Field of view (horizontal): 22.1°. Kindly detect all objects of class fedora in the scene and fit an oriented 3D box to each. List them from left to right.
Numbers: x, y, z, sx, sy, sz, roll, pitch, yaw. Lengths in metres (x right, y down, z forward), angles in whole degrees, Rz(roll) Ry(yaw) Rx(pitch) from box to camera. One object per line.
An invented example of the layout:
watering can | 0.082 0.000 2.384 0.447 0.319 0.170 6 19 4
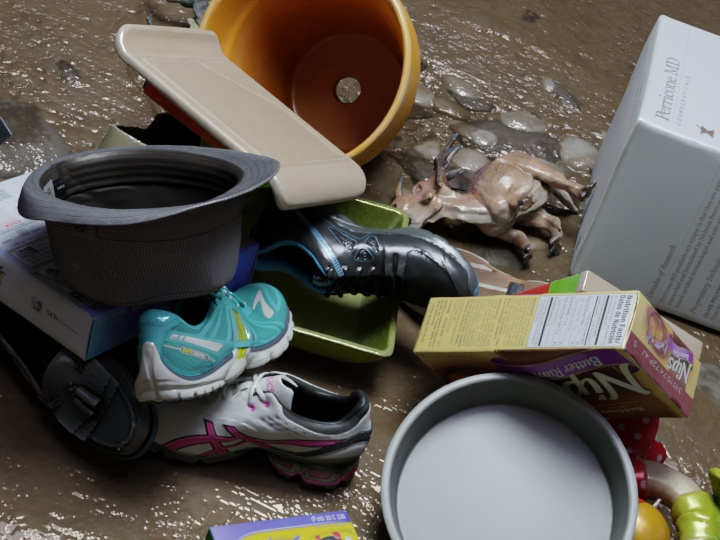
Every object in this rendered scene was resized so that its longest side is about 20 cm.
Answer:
fedora | -0.155 -0.030 1.363 0.199 0.091 0.177 4 21 20

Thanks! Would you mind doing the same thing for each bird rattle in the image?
bird rattle | 0.225 0.190 1.475 0.200 0.113 0.163 35 57 22

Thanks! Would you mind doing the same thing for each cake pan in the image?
cake pan | 0.114 0.178 1.427 0.199 0.037 0.201 1 63 -2

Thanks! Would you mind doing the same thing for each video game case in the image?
video game case | -0.212 -0.018 1.469 0.181 0.046 0.200 31 33 26

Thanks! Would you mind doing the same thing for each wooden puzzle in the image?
wooden puzzle | -0.099 -0.123 1.518 0.200 0.037 0.185 44 19 12

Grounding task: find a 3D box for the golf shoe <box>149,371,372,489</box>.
golf shoe | -0.088 0.105 1.435 0.199 0.092 0.073 10 40 -10

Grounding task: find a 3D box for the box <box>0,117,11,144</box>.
box | -0.390 -0.069 1.453 0.079 0.141 0.200 59 37 -18

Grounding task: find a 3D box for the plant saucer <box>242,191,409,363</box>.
plant saucer | -0.065 -0.001 1.600 0.198 0.048 0.201 16 39 -6

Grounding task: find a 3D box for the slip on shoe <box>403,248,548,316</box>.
slip on shoe | 0.121 0.034 1.638 0.199 0.061 0.076 12 56 19

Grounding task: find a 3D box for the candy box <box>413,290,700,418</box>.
candy box | 0.158 0.070 1.482 0.199 0.117 0.057 -1 58 38

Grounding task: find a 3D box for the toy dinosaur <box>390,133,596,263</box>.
toy dinosaur | 0.134 -0.080 1.757 0.135 0.086 0.199 38 36 30

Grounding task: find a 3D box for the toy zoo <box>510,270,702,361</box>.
toy zoo | 0.170 0.058 1.541 0.131 0.200 0.021 31 62 -25

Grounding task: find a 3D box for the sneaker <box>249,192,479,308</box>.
sneaker | 0.000 0.000 1.543 0.199 0.074 0.082 18 44 13

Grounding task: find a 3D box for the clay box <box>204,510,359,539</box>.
clay box | -0.031 0.266 1.308 0.114 0.048 0.200 -4 44 -26

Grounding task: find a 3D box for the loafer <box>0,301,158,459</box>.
loafer | -0.233 0.074 1.412 0.200 0.072 0.063 42 13 35

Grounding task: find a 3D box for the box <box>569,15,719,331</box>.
box | 0.318 -0.093 1.755 0.170 0.201 0.199 19 40 1

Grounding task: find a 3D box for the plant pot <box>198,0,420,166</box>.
plant pot | -0.032 -0.177 1.694 0.200 0.201 0.183 32 4 14

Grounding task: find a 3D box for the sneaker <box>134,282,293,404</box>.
sneaker | -0.109 0.040 1.412 0.077 0.080 0.200 -1 14 22

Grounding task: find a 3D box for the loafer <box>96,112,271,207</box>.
loafer | -0.138 -0.092 1.516 0.076 0.068 0.199 34 30 30

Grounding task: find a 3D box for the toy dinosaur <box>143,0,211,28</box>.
toy dinosaur | -0.169 -0.247 1.843 0.088 0.048 0.201 23 42 -8
